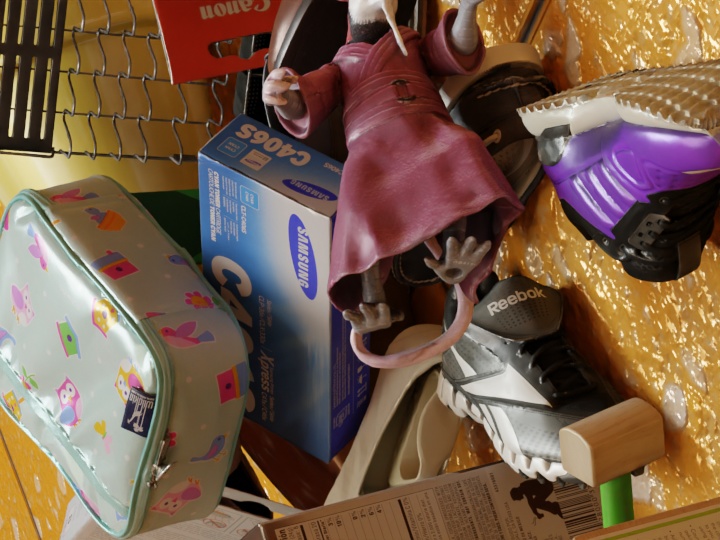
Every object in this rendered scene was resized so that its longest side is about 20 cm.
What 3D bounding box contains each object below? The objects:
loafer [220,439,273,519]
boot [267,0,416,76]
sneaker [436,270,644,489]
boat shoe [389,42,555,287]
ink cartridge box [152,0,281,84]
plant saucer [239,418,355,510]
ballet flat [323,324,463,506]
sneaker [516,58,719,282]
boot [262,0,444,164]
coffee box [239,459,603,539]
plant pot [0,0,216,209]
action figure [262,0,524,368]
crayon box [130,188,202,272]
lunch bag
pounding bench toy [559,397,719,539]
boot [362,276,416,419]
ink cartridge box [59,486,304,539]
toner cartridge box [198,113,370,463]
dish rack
[{"bbox_3d":[-0.099,0.119,1.860,0.200,0.063,0.072,75,-151,-62],"label":"loafer"},{"bbox_3d":[-0.040,-0.208,1.595,0.200,0.068,0.189,37,110,49],"label":"boot"},{"bbox_3d":[0.092,0.052,1.518,0.200,0.066,0.091,-145,44,-62],"label":"sneaker"},{"bbox_3d":[0.059,-0.042,1.545,0.200,0.074,0.060,-58,44,49],"label":"boat shoe"},{"bbox_3d":[-0.084,-0.223,1.729,0.050,0.109,0.201,169,87,-68],"label":"ink cartridge box"},{"bbox_3d":[-0.039,0.101,1.814,0.200,0.037,0.200,46,164,17],"label":"plant saucer"},{"bbox_3d":[0.021,0.130,1.653,0.069,0.069,0.201,23,97,63],"label":"ballet flat"},{"bbox_3d":[0.148,-0.044,1.344,0.200,0.069,0.100,8,116,71],"label":"sneaker"},{"bbox_3d":[-0.014,-0.141,1.623,0.075,0.097,0.201,-17,86,67],"label":"boot"},{"bbox_3d":[0.029,0.165,1.554,0.113,0.199,0.080,134,121,-64],"label":"coffee box"},{"bbox_3d":[-0.181,-0.098,1.920,0.189,0.200,0.201,67,156,12],"label":"plant pot"},{"bbox_3d":[0.027,-0.073,1.466,0.149,0.134,0.200,67,-170,-58],"label":"action figure"},{"bbox_3d":[-0.121,0.011,1.856,0.200,0.172,0.058,124,137,-60],"label":"crayon box"},{"bbox_3d":[-0.148,0.055,1.659,0.200,0.077,0.161,48,133,37],"label":"lunch bag"},{"bbox_3d":[0.152,0.181,1.371,0.156,0.124,0.200,102,147,-47],"label":"pounding bench toy"},{"bbox_3d":[0.000,0.000,1.714,0.075,0.073,0.200,-48,55,52],"label":"boot"},{"bbox_3d":[-0.092,0.160,1.819,0.200,0.162,0.057,130,154,-55],"label":"ink cartridge box"},{"bbox_3d":[-0.043,0.013,1.628,0.095,0.043,0.200,26,139,25],"label":"toner cartridge box"},{"bbox_3d":[-0.144,-0.132,1.792,0.055,0.199,0.154,-130,45,-69],"label":"dish rack"}]
